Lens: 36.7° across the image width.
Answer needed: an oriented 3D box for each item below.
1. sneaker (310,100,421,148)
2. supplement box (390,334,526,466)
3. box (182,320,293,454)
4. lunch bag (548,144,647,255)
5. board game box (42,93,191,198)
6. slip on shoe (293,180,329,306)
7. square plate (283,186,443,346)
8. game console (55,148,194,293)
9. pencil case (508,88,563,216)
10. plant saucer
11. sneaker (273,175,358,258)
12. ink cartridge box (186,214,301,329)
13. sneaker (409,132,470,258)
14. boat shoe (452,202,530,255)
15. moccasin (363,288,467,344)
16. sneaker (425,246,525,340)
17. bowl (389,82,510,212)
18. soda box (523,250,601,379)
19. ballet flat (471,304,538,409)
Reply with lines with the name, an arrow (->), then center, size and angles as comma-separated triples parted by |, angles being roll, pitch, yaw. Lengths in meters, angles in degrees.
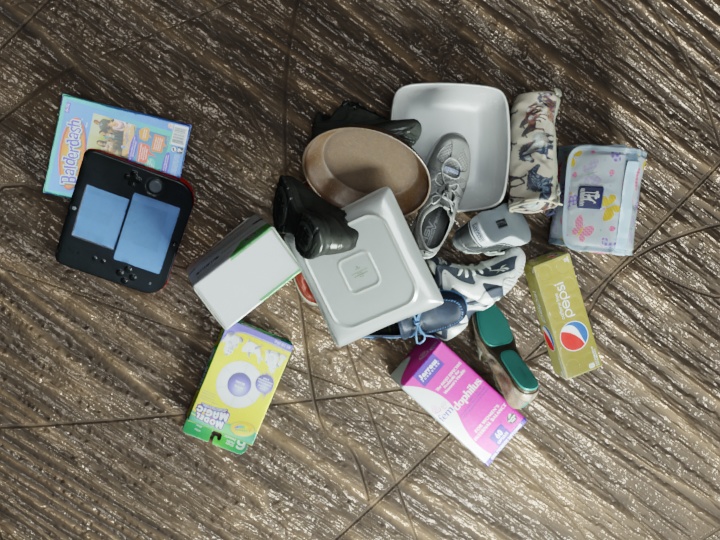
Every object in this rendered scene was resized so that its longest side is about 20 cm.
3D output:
sneaker -> 0.002, -0.221, 1.671 | 0.198, 0.076, 0.092 | -5, 80, 29
supplement box -> 0.158, 0.208, 1.769 | 0.200, 0.103, 0.101 | 42, 89, -10
box -> -0.198, 0.188, 1.732 | 0.116, 0.048, 0.202 | 22, 93, -11
lunch bag -> 0.378, -0.114, 1.724 | 0.126, 0.200, 0.172 | 5, 96, -11
board game box -> -0.371, -0.172, 1.663 | 0.198, 0.045, 0.154 | 13, 94, -12
slip on shoe -> -0.073, -0.042, 1.722 | 0.073, 0.061, 0.203 | -1, 97, -12
square plate -> 0.000, 0.000, 1.665 | 0.198, 0.028, 0.200 | -24, 97, 24
game console -> -0.357, -0.071, 1.648 | 0.175, 0.031, 0.202 | 17, 115, -14
pencil case -> 0.282, -0.191, 1.736 | 0.088, 0.078, 0.203 | -1, 79, 21
plant saucer -> 0.012, -0.154, 1.630 | 0.199, 0.201, 0.037 | 24, 54, -11
sneaker -> -0.070, -0.077, 1.616 | 0.090, 0.200, 0.077 | 0, 123, -28
ink cartridge box -> -0.179, -0.003, 1.638 | 0.145, 0.200, 0.084 | -38, 104, -4
sneaker -> 0.131, -0.111, 1.667 | 0.074, 0.082, 0.202 | 13, 95, -11
boat shoe -> 0.208, -0.058, 1.730 | 0.068, 0.199, 0.074 | -27, 86, 31
moccasin -> 0.073, 0.084, 1.717 | 0.198, 0.068, 0.081 | -15, 102, 23
sneaker -> 0.165, 0.002, 1.759 | 0.199, 0.080, 0.130 | -40, 106, 3
bowl -> 0.136, -0.196, 1.736 | 0.197, 0.075, 0.203 | 0, 95, -10
soda box -> 0.334, 0.072, 1.805 | 0.067, 0.064, 0.202 | -20, 98, -7
ballet flat -> 0.223, 0.141, 1.760 | 0.067, 0.201, 0.068 | -2, 137, -22
